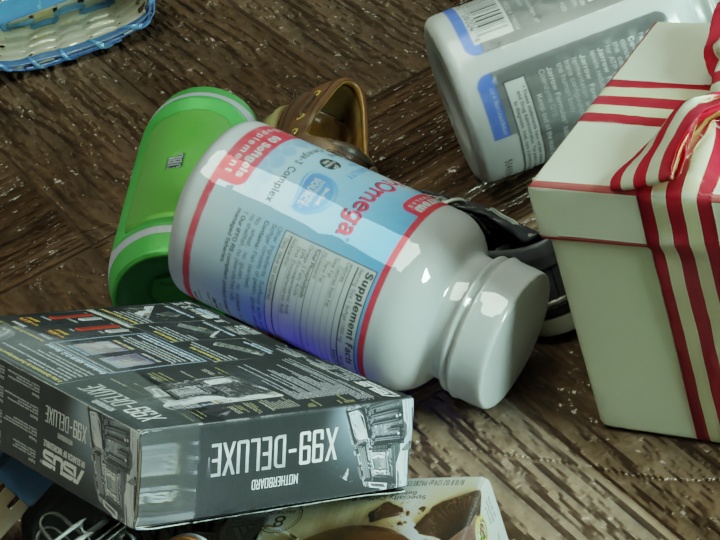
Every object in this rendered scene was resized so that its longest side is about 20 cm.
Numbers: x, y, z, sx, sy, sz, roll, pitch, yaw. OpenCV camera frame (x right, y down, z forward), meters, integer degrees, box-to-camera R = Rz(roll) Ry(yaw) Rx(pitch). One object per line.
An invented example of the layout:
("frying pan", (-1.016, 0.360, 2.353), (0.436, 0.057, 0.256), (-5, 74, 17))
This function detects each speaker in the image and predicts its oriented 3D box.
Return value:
("speaker", (-0.108, -0.037, 1.462), (0.088, 0.089, 0.200), (-12, 33, 11))

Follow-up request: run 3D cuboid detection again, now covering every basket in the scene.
("basket", (-0.245, -0.227, 1.768), (0.176, 0.139, 0.200), (-18, 22, -1))

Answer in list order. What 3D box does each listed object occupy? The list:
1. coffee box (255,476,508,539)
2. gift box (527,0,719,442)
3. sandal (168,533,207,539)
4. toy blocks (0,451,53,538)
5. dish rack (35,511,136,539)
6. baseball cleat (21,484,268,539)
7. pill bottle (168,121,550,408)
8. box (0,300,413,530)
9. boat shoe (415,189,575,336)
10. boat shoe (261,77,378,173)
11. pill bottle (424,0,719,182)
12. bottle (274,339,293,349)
("coffee box", (-0.007, 0.190, 1.067), (0.113, 0.080, 0.200), (-4, 35, 22))
("gift box", (0.220, -0.032, 1.187), (0.200, 0.187, 0.185), (1, 37, 30))
("sandal", (-0.136, 0.208, 1.054), (0.079, 0.059, 0.207), (12, 74, 52))
("toy blocks", (-0.215, 0.120, 1.211), (0.137, 0.100, 0.200), (-48, 9, -4))
("dish rack", (-0.180, 0.180, 1.088), (0.055, 0.200, 0.153), (42, 58, 13))
("baseball cleat", (-0.086, 0.128, 1.207), (0.199, 0.070, 0.107), (-17, 24, 5))
("pill bottle", (0.000, 0.000, 1.287), (0.200, 0.109, 0.109), (24, 48, 19))
("box", (-0.096, 0.065, 1.125), (0.157, 0.050, 0.200), (-5, 16, -38))
("boat shoe", (0.067, -0.023, 1.368), (0.073, 0.063, 0.200), (-35, 34, -20))
("boat shoe", (-0.027, -0.054, 1.433), (0.068, 0.072, 0.200), (-41, 27, 27))
("pill bottle", (0.150, -0.141, 1.457), (0.199, 0.114, 0.114), (-20, 32, -2))
("bottle", (-0.134, 0.071, 1.317), (0.199, 0.066, 0.083), (-1, 2, 26))
